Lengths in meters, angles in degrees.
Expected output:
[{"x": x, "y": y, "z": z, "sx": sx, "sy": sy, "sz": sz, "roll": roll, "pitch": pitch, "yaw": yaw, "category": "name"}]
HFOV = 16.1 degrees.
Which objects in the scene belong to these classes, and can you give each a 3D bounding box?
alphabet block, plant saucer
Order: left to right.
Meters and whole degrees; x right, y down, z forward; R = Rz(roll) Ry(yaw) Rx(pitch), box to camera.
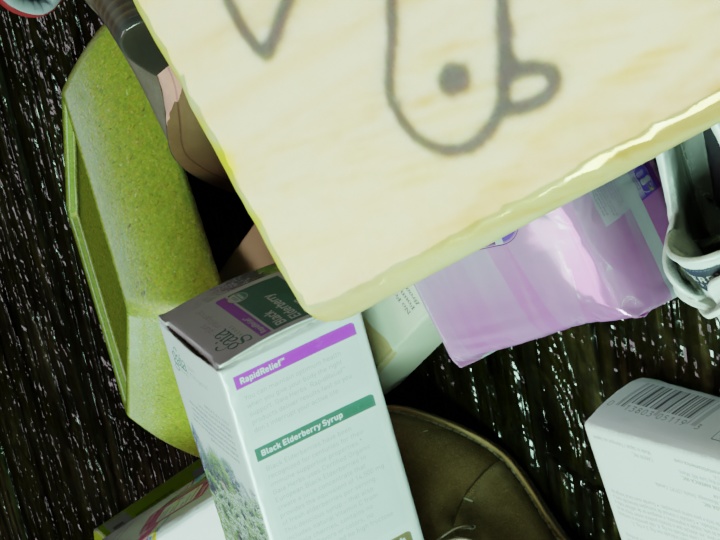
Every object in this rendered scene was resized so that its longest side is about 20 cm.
[{"x": -0.124, "y": -0.013, "z": 1.402, "sx": 0.200, "sy": 0.048, "sz": 0.200, "roll": 99, "pitch": 155, "yaw": -63, "category": "plant saucer"}, {"x": 0.056, "y": -0.124, "z": 0.877, "sx": 0.200, "sy": 0.196, "sz": 0.196, "roll": -29, "pitch": 89, "yaw": 33, "category": "alphabet block"}]

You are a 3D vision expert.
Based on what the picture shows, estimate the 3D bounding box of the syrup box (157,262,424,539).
[{"x": -0.026, "y": 0.104, "z": 1.248, "sx": 0.079, "sy": 0.081, "sz": 0.200, "roll": 32, "pitch": 141, "yaw": 58, "category": "syrup box"}]

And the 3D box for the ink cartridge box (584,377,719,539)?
[{"x": 0.191, "y": 0.155, "z": 1.146, "sx": 0.161, "sy": 0.050, "sz": 0.200, "roll": 13, "pitch": 131, "yaw": 54, "category": "ink cartridge box"}]

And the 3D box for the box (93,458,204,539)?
[{"x": -0.103, "y": 0.205, "z": 1.584, "sx": 0.048, "sy": 0.122, "sz": 0.200, "roll": 37, "pitch": 144, "yaw": 30, "category": "box"}]

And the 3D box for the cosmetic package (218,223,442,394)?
[{"x": 0.000, "y": 0.000, "z": 1.282, "sx": 0.105, "sy": 0.071, "sz": 0.200, "roll": 55, "pitch": 151, "yaw": 9, "category": "cosmetic package"}]

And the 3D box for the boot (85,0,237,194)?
[{"x": -0.098, "y": -0.137, "z": 1.315, "sx": 0.200, "sy": 0.070, "sz": 0.146, "roll": 51, "pitch": -168, "yaw": -52, "category": "boot"}]

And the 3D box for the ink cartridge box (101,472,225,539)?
[{"x": -0.059, "y": 0.185, "z": 1.411, "sx": 0.200, "sy": 0.085, "sz": 0.145, "roll": -33, "pitch": 98, "yaw": 27, "category": "ink cartridge box"}]

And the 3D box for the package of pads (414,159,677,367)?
[{"x": 0.054, "y": -0.062, "z": 1.115, "sx": 0.120, "sy": 0.076, "sz": 0.200, "roll": -19, "pitch": 101, "yaw": 45, "category": "package of pads"}]

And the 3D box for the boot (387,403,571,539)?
[{"x": 0.056, "y": 0.137, "z": 1.291, "sx": 0.200, "sy": 0.075, "sz": 0.074, "roll": 40, "pitch": 110, "yaw": 25, "category": "boot"}]

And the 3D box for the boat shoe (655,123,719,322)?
[{"x": 0.151, "y": -0.012, "z": 1.030, "sx": 0.074, "sy": 0.065, "sz": 0.200, "roll": 12, "pitch": 125, "yaw": 54, "category": "boat shoe"}]

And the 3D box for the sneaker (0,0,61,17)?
[{"x": -0.202, "y": -0.229, "z": 1.402, "sx": 0.112, "sy": 0.071, "sz": 0.200, "roll": 45, "pitch": 156, "yaw": 34, "category": "sneaker"}]
